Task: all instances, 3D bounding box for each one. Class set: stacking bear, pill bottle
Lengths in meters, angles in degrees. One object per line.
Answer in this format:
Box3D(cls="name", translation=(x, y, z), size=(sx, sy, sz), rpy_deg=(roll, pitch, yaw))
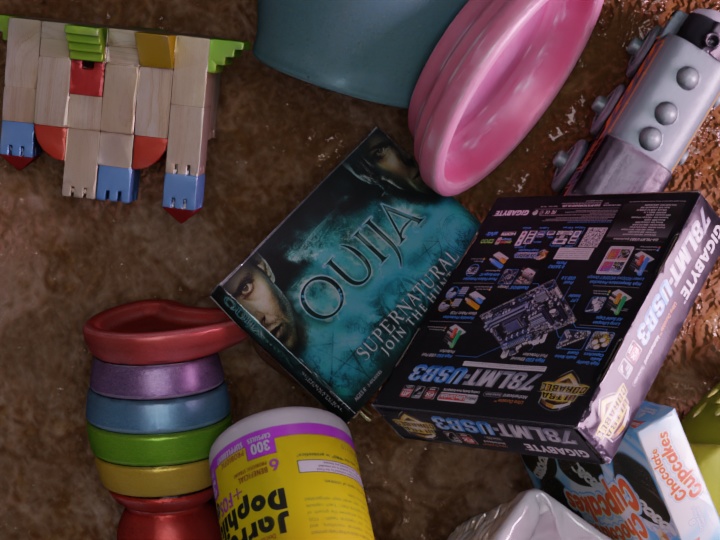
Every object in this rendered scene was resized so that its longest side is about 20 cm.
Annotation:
Box3D(cls="stacking bear", translation=(-0.143, 0.132, 1.447), size=(0.121, 0.114, 0.200), rpy_deg=(5, 104, 36))
Box3D(cls="pill bottle", translation=(-0.039, 0.201, 1.350), size=(0.104, 0.104, 0.200), rpy_deg=(-11, 58, -5))

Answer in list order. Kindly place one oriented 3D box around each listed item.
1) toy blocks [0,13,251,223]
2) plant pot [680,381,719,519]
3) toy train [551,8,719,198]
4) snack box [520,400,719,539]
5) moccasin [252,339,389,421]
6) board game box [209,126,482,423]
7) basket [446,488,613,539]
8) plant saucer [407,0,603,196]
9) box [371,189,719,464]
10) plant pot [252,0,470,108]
Box3D(cls="toy blocks", translation=(-0.185, -0.111, 1.460), size=(0.200, 0.100, 0.137), rpy_deg=(7, 99, 7))
Box3D(cls="plant pot", translation=(0.310, 0.174, 1.426), size=(0.181, 0.199, 0.200), rpy_deg=(-26, 92, -14))
Box3D(cls="toy train", translation=(0.215, -0.107, 1.478), size=(0.085, 0.114, 0.200), rpy_deg=(33, 87, -4))
Box3D(cls="snack box", translation=(0.174, 0.141, 1.384), size=(0.037, 0.200, 0.116), rpy_deg=(-29, 105, -19))
Box3D(cls="moccasin", translation=(0.015, 0.080, 1.475), size=(0.201, 0.078, 0.074), rpy_deg=(29, 86, -4))
Box3D(cls="board game box", translation=(0.000, 0.000, 1.450), size=(0.135, 0.028, 0.200), rpy_deg=(43, 56, 0))
Box3D(cls="basket", translation=(0.118, 0.290, 1.386), size=(0.200, 0.161, 0.198), rpy_deg=(38, 67, -8))
Box3D(cls="plant saucer", translation=(0.099, -0.148, 1.435), size=(0.051, 0.201, 0.201), rpy_deg=(37, 86, 17))
Box3D(cls="box", translation=(0.130, 0.035, 1.373), size=(0.050, 0.200, 0.199), rpy_deg=(46, 62, -32))
Box3D(cls="plant pot", translation=(0.011, -0.224, 1.432), size=(0.200, 0.200, 0.188), rpy_deg=(16, 102, -5))
